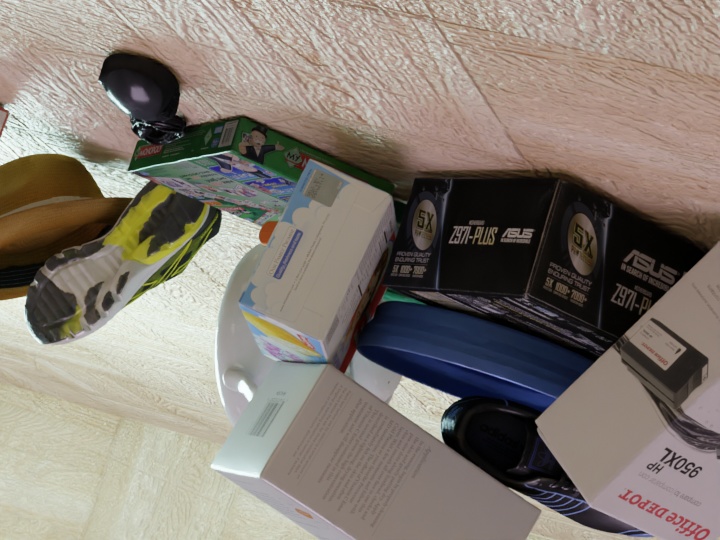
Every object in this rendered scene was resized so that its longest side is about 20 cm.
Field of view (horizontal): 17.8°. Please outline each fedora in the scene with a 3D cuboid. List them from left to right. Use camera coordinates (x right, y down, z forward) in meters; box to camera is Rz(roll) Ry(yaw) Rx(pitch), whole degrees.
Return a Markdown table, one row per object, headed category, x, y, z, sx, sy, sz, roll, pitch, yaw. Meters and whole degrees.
| category | x | y | z | sx | sy | sz | roll | pitch | yaw |
| --- | --- | --- | --- | --- | --- | --- | --- | --- | --- |
| fedora | -0.277 | -0.044 | 1.960 | 0.200 | 0.082 | 0.201 | -21 | 163 | -7 |

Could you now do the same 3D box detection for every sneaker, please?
| category | x | y | z | sx | sy | sz | roll | pitch | yaw |
| --- | --- | --- | --- | --- | --- | --- | --- | --- | --- |
| sneaker | -0.191 | 0.000 | 1.924 | 0.075 | 0.200 | 0.085 | 59 | -165 | 20 |
| sneaker | 0.151 | 0.147 | 1.691 | 0.199 | 0.070 | 0.078 | 20 | 178 | 0 |

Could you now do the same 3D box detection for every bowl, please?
| category | x | y | z | sx | sy | sz | roll | pitch | yaw |
| --- | --- | --- | --- | --- | --- | --- | --- | --- | --- |
| bowl | 0.097 | 0.070 | 1.690 | 0.200 | 0.040 | 0.201 | 18 | 171 | 3 |

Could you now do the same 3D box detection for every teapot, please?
| category | x | y | z | sx | sy | sz | roll | pitch | yaw |
| --- | --- | --- | --- | --- | --- | --- | --- | --- | --- |
| teapot | -0.025 | 0.065 | 1.941 | 0.145 | 0.201 | 0.197 | 4 | 154 | 25 |

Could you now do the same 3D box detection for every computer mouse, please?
| category | x | y | z | sx | sy | sz | roll | pitch | yaw |
| --- | --- | --- | --- | --- | --- | --- | --- | --- | --- |
| computer mouse | -0.156 | -0.112 | 1.653 | 0.058 | 0.034 | 0.200 | 16 | 170 | 3 |

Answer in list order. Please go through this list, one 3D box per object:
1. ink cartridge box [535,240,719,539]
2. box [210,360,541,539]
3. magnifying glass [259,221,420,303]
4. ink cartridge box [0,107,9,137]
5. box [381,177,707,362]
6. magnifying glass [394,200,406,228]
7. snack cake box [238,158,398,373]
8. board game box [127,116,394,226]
| category | x | y | z | sx | sy | sz | roll | pitch | yaw |
| --- | --- | --- | --- | --- | --- | --- | --- | --- | --- |
| ink cartridge box | 0.238 | 0.082 | 1.530 | 0.144 | 0.200 | 0.084 | 28 | -158 | -45 |
| box | 0.010 | 0.160 | 1.685 | 0.200 | 0.098 | 0.124 | 36 | 167 | -17 |
| magnifying glass | 0.000 | 0.000 | 1.829 | 0.200 | 0.022 | 0.079 | 24 | 167 | -41 |
| ink cartridge box | -0.366 | -0.083 | 1.920 | 0.067 | 0.117 | 0.200 | 23 | 169 | -23 |
| box | 0.147 | 0.008 | 1.622 | 0.200 | 0.086 | 0.164 | 24 | 168 | -33 |
| magnifying glass | 0.036 | -0.021 | 1.836 | 0.079 | 0.022 | 0.200 | 15 | 170 | 16 |
| snack cake box | -0.026 | 0.006 | 1.656 | 0.067 | 0.115 | 0.200 | 24 | 170 | 8 |
| board game box | -0.079 | -0.070 | 1.751 | 0.134 | 0.029 | 0.200 | 22 | 168 | -26 |
